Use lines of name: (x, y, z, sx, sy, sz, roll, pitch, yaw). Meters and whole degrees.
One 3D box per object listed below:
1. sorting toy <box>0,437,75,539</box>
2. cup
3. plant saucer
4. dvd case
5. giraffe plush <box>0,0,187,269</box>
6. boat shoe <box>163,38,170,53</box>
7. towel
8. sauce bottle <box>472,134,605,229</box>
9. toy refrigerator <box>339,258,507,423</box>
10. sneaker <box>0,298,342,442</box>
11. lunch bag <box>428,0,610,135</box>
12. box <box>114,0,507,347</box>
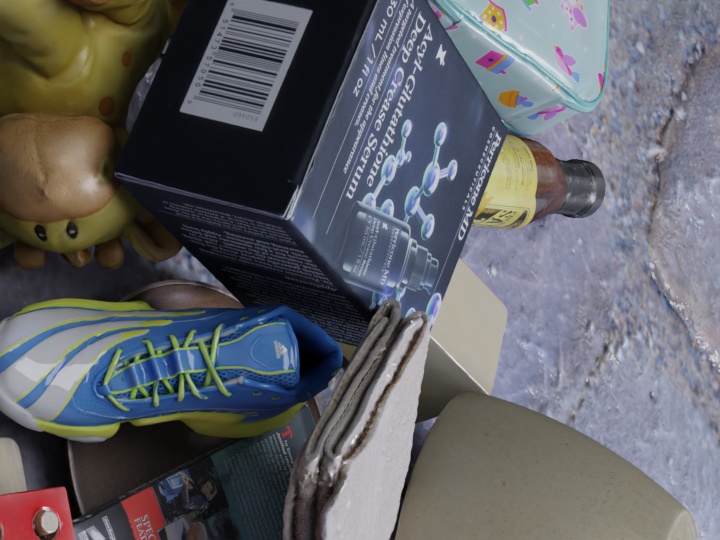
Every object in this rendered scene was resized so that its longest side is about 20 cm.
sorting toy: (-0.211, 0.182, 1.027, 0.198, 0.069, 0.202, -2, 78, -48)
cup: (0.117, 0.181, 1.283, 0.200, 0.142, 0.202, 8, 90, -68)
plant saucer: (-0.094, 0.106, 1.216, 0.199, 0.032, 0.202, 20, 62, -44)
dvd case: (-0.069, 0.172, 1.181, 0.199, 0.022, 0.147, -25, 96, -48)
giraffe plush: (-0.161, -0.085, 1.129, 0.200, 0.171, 0.164, 17, 74, -63)
boat shoe: (-0.132, -0.221, 1.268, 0.075, 0.062, 0.201, -34, 101, -46)
towel: (-0.005, 0.123, 1.140, 0.201, 0.034, 0.133, 97, 18, -46)
sauce bottle: (0.091, -0.060, 1.458, 0.199, 0.066, 0.067, 4, 74, -46)
toy refrigerator: (0.000, 0.000, 1.334, 0.200, 0.070, 0.076, 45, 40, -29)
sneaker: (-0.094, 0.041, 1.132, 0.199, 0.105, 0.076, 3, 69, -42)
lunch bag: (0.090, -0.201, 1.498, 0.199, 0.077, 0.162, 33, 54, -37)
box: (-0.019, -0.062, 1.146, 0.149, 0.106, 0.200, -68, 153, -15)
